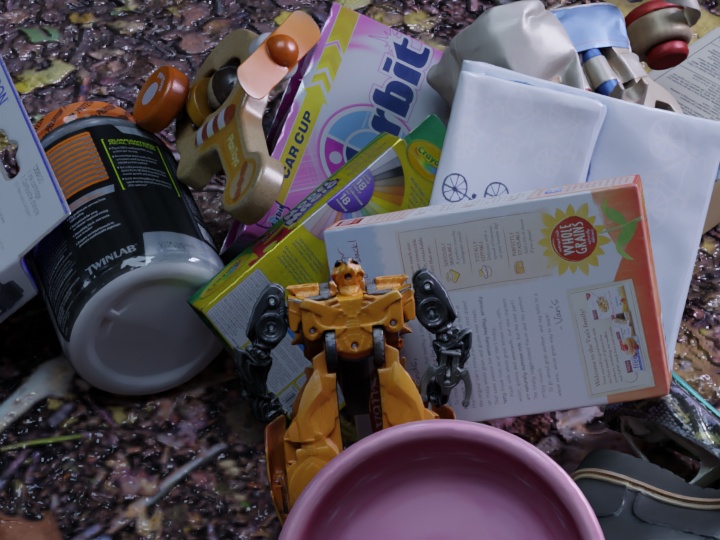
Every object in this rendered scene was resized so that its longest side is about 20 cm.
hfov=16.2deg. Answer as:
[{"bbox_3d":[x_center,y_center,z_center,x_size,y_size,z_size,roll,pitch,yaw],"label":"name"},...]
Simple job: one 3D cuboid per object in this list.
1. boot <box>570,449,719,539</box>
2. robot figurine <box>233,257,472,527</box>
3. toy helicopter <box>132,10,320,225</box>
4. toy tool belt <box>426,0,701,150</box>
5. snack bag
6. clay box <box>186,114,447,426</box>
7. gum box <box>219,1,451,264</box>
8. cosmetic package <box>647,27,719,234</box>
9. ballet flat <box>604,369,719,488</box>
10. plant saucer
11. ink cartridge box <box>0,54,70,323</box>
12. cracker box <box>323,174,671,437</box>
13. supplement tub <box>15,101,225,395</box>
[{"bbox_3d":[0.186,0.195,1.511,0.200,0.078,0.138,12,47,36],"label":"boot"},{"bbox_3d":[-0.002,0.089,1.541,0.145,0.201,0.058,-5,11,-3],"label":"robot figurine"},{"bbox_3d":[-0.075,-0.099,1.682,0.079,0.132,0.200,32,20,-27],"label":"toy helicopter"},{"bbox_3d":[0.153,-0.113,1.719,0.199,0.125,0.123,-11,71,-25],"label":"toy tool belt"},{"bbox_3d":[0.136,-0.024,1.649,0.199,0.189,0.021,12,4,-17],"label":"snack bag"},{"bbox_3d":[0.000,0.000,1.651,0.200,0.115,0.048,-41,17,-8],"label":"clay box"},{"bbox_3d":[-0.006,-0.078,1.741,0.113,0.066,0.200,25,66,-10],"label":"gum box"},{"bbox_3d":[0.226,-0.084,1.809,0.200,0.071,0.105,-33,50,-28],"label":"cosmetic package"},{"bbox_3d":[0.230,0.126,1.591,0.072,0.072,0.200,-33,49,-29],"label":"ballet flat"},{"bbox_3d":[0.048,0.189,1.477,0.200,0.051,0.201,-2,78,10],"label":"plant saucer"},{"bbox_3d":[-0.289,-0.026,1.739,0.200,0.043,0.198,-38,44,9],"label":"ink cartridge box"},{"bbox_3d":[0.086,0.022,1.583,0.199,0.134,0.058,-8,7,9],"label":"cracker box"},{"bbox_3d":[-0.167,-0.020,1.729,0.122,0.123,0.200,-14,43,-12],"label":"supplement tub"}]
